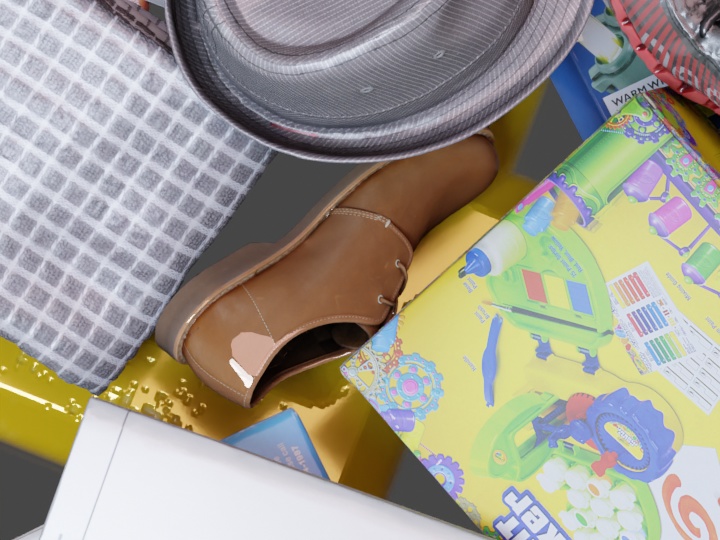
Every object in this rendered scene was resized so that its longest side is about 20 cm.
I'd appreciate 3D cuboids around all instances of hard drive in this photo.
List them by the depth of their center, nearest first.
[{"bbox_3d":[-0.049,0.152,1.222,0.199,0.027,0.132,20,87,0],"label":"hard drive"}]

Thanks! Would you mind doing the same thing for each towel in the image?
[{"bbox_3d":[-0.157,-0.059,1.282,0.200,0.086,0.166,33,99,-13],"label":"towel"}]

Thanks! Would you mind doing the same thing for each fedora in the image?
[{"bbox_3d":[0.005,-0.140,1.204,0.199,0.090,0.177,-20,85,3],"label":"fedora"}]

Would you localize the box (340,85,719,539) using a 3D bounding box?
[{"bbox_3d":[0.135,0.051,1.272,0.193,0.122,0.200,-42,85,15],"label":"box"}]

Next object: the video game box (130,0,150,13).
[{"bbox_3d":[-0.195,-0.155,1.359,0.182,0.047,0.201,-2,79,-4],"label":"video game box"}]

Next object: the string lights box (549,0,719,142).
[{"bbox_3d":[0.145,-0.120,1.375,0.103,0.059,0.200,-26,82,-9],"label":"string lights box"}]

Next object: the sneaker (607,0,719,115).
[{"bbox_3d":[0.191,-0.088,1.226,0.071,0.098,0.200,-45,96,-15],"label":"sneaker"}]

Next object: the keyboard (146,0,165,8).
[{"bbox_3d":[-0.017,-0.125,1.324,0.200,0.011,0.056,19,118,-33],"label":"keyboard"}]

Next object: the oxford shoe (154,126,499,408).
[{"bbox_3d":[0.000,0.000,1.319,0.200,0.071,0.071,-38,64,-20],"label":"oxford shoe"}]

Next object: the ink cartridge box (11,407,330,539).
[{"bbox_3d":[-0.090,0.175,1.280,0.200,0.084,0.145,-25,82,-9],"label":"ink cartridge box"}]
